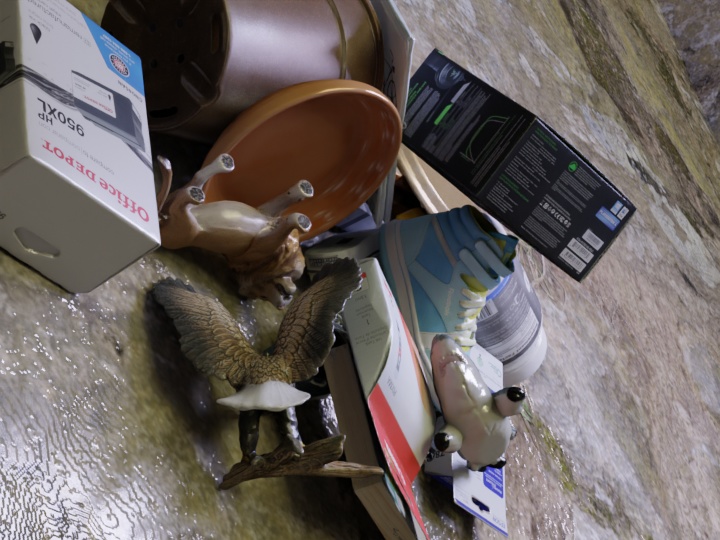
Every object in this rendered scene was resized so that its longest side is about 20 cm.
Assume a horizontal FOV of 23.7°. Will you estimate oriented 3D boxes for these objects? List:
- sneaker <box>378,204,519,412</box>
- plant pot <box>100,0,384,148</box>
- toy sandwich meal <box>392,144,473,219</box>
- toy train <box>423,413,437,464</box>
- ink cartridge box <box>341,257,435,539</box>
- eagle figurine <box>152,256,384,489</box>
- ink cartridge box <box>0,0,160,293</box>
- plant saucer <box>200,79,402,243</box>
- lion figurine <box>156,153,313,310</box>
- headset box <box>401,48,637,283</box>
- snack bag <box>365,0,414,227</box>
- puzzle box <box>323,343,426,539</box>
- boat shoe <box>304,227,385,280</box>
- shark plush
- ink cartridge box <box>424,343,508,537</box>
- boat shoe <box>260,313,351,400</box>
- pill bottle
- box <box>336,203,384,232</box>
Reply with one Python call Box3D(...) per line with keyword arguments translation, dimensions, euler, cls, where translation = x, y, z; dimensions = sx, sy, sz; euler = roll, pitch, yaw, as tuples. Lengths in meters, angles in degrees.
Box3D(translation=(0.102, 0.031, 1.634), dimensions=(0.079, 0.130, 0.202), euler=(1, 70, -71), cls="sneaker")
Box3D(translation=(-0.114, -0.188, 1.523), dimensions=(0.198, 0.200, 0.201), euler=(1, 60, -55), cls="plant pot")
Box3D(translation=(0.056, -0.105, 1.933), dimensions=(0.206, 0.070, 0.206), euler=(52, 19, -27), cls="toy sandwich meal")
Box3D(translation=(0.042, 0.105, 1.662), dimensions=(0.034, 0.046, 0.201), euler=(49, 22, -43), cls="toy train")
Box3D(translation=(0.036, 0.112, 1.449), dimensions=(0.163, 0.050, 0.201), euler=(65, 4, -54), cls="ink cartridge box")
Box3D(translation=(-0.077, 0.070, 1.355), dimensions=(0.151, 0.150, 0.202), euler=(19, 55, -43), cls="eagle figurine")
Box3D(translation=(-0.231, -0.105, 1.284), dimensions=(0.144, 0.084, 0.201), euler=(36, 32, -44), cls="ink cartridge box")
Box3D(translation=(-0.058, -0.096, 1.500), dimensions=(0.200, 0.200, 0.038), euler=(24, 29, -55), cls="plant saucer")
Box3D(translation=(-0.117, -0.036, 1.443), dimensions=(0.199, 0.122, 0.073), euler=(23, 49, -34), cls="lion figurine")
Box3D(translation=(0.134, -0.103, 1.629), dimensions=(0.174, 0.093, 0.200), euler=(36, 3, -38), cls="headset box")
Box3D(translation=(0.010, -0.173, 1.620), dimensions=(0.021, 0.201, 0.189), euler=(-1, 34, -15), cls="snack bag")
Box3D(translation=(0.016, 0.165, 1.468), dimensions=(0.200, 0.025, 0.134), euler=(64, 10, -56), cls="puzzle box")
Box3D(translation=(0.000, 0.000, 1.690), dimensions=(0.200, 0.070, 0.070), euler=(-32, 115, -71), cls="boat shoe")
Box3D(translation=(0.108, 0.130, 1.569), dimensions=(0.083, 0.091, 0.200), euler=(54, 3, 31), cls="shark plush")
Box3D(translation=(0.104, 0.162, 1.704), dimensions=(0.099, 0.039, 0.201), euler=(39, 40, -41), cls="ink cartridge box")
Box3D(translation=(-0.035, 0.071, 1.513), dimensions=(0.075, 0.062, 0.200), euler=(63, 23, 5), cls="boat shoe")
Box3D(translation=(0.126, 0.035, 1.797), dimensions=(0.200, 0.113, 0.114), euler=(58, 15, -53), cls="pill bottle")
Box3D(translation=(-0.051, -0.125, 1.719), dimensions=(0.157, 0.041, 0.200), euler=(67, 15, 17), cls="box")
